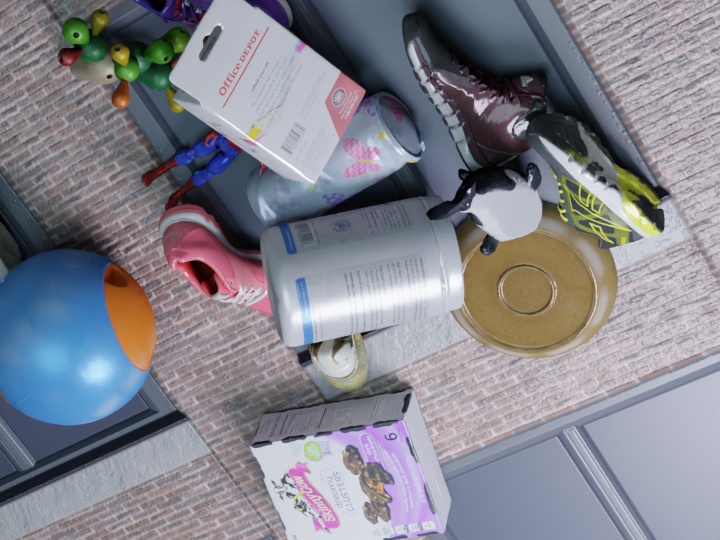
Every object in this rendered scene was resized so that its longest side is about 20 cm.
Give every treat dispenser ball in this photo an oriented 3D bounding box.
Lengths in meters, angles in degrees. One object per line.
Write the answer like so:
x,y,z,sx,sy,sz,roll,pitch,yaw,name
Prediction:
-0.334,0.076,1.829,0.200,0.201,0.202,6,120,10,treat dispenser ball

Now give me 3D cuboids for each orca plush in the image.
0.120,-0.073,1.649,0.071,0.200,0.106,33,116,27,orca plush

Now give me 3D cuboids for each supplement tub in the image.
0.000,0.000,1.714,0.199,0.132,0.133,-11,118,-7,supplement tub

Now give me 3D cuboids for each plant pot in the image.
0.185,0.018,1.778,0.199,0.028,0.201,5,119,9,plant pot

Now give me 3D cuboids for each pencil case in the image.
-0.028,-0.111,1.723,0.200,0.083,0.091,-31,120,26,pencil case

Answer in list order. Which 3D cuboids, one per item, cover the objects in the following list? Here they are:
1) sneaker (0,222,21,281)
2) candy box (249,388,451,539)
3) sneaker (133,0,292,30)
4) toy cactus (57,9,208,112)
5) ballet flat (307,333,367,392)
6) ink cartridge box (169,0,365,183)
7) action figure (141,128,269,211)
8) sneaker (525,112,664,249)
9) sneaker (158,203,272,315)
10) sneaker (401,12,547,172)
-0.475,-0.064,1.857,0.084,0.075,0.201,-16,114,16,sneaker
-0.010,0.244,1.924,0.199,0.072,0.168,-12,116,18,candy box
-0.170,-0.273,1.664,0.199,0.084,0.081,18,122,0,sneaker
-0.249,-0.215,1.700,0.165,0.199,0.103,1,88,46,toy cactus
-0.037,0.067,1.835,0.070,0.071,0.201,-2,118,14,ballet flat
-0.106,-0.189,1.622,0.200,0.067,0.117,35,80,-33,ink cartridge box
-0.156,-0.123,1.741,0.200,0.099,0.065,-33,108,24,action figure
0.232,-0.083,1.667,0.084,0.075,0.200,-33,122,33,sneaker
-0.150,0.011,1.797,0.074,0.087,0.200,-36,127,29,sneaker
0.129,-0.199,1.651,0.115,0.076,0.200,-22,122,18,sneaker
